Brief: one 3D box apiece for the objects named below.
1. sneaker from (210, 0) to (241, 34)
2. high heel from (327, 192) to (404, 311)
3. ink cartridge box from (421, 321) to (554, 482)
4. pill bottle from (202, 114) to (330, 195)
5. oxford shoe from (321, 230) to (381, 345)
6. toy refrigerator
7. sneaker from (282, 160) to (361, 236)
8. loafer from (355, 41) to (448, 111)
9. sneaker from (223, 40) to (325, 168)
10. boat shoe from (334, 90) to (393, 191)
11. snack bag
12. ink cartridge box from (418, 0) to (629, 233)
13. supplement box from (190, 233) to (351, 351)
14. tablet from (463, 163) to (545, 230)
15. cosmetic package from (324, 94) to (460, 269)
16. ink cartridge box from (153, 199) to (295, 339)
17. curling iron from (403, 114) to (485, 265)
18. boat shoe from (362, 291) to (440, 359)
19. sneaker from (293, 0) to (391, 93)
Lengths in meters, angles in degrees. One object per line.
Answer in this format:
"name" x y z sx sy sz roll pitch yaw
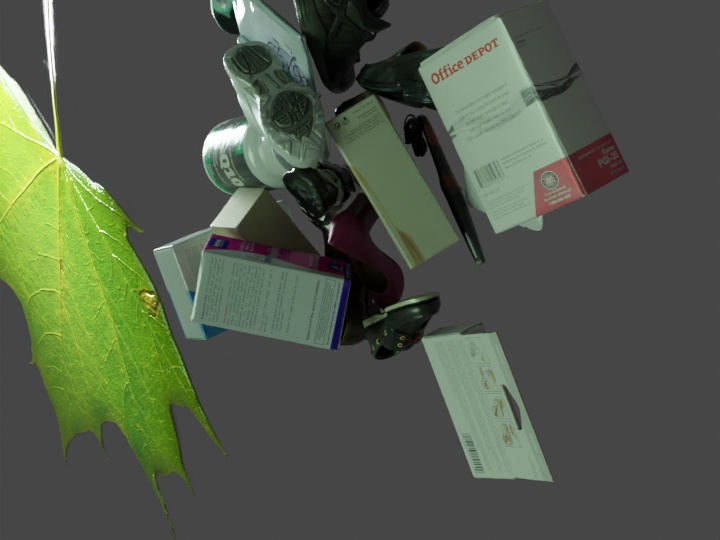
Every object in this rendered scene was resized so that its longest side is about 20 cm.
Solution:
"sneaker" -0.168 -0.424 1.608 0.077 0.141 0.201 5 143 14
"high heel" 0.000 0.000 1.625 0.067 0.096 0.201 9 136 33
"ink cartridge box" 0.170 0.165 1.555 0.176 0.045 0.201 -12 101 60
"pill bottle" -0.131 -0.168 1.728 0.199 0.113 0.114 -5 107 58
"oxford shoe" -0.029 0.013 1.724 0.072 0.084 0.202 10 118 56
"toy refrigerator" -0.119 -0.023 1.758 0.070 0.076 0.200 6 144 47
"sneaker" -0.042 -0.112 1.597 0.074 0.089 0.200 42 176 11
"loafer" 0.062 -0.231 1.446 0.200 0.072 0.073 23 98 56
"sneaker" -0.094 -0.184 1.477 0.100 0.077 0.201 82 161 -53
"boat shoe" 0.022 -0.125 1.566 0.073 0.065 0.201 -22 92 58
"snack bag" -0.105 -0.252 1.536 0.189 0.021 0.201 46 158 37
"ink cartridge box" 0.167 -0.159 1.285 0.146 0.082 0.201 -23 93 54
"supplement box" -0.117 0.028 1.646 0.101 0.198 0.104 -92 12 -75
"tablet" 0.156 -0.151 1.394 0.130 0.014 0.201 25 131 48
"cosmetic package" 0.038 -0.107 1.483 0.201 0.071 0.105 59 -177 -4
"ink cartridge box" -0.186 -0.001 1.843 0.084 0.199 0.146 -6 106 60
"curling iron" 0.106 -0.100 1.495 0.201 0.025 0.050 63 158 4
"boat shoe" 0.061 0.072 1.630 0.201 0.073 0.064 141 115 -65
"sneaker" -0.008 -0.285 1.497 0.200 0.113 0.077 68 -171 -63
